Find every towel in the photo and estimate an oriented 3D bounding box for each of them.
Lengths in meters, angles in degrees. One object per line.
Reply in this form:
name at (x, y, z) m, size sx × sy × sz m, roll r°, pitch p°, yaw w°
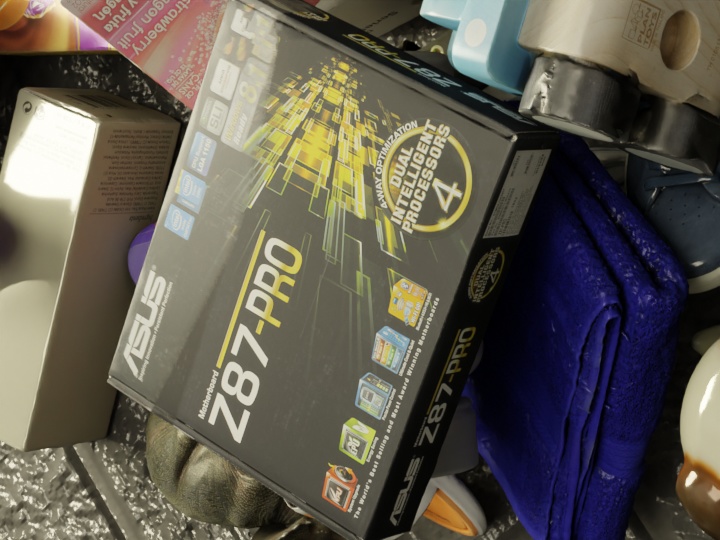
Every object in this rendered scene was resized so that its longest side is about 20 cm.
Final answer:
towel at (0.090, 0.034, 1.092) m, size 0.148 × 0.049 × 0.201 m, roll 54°, pitch 151°, yaw 36°

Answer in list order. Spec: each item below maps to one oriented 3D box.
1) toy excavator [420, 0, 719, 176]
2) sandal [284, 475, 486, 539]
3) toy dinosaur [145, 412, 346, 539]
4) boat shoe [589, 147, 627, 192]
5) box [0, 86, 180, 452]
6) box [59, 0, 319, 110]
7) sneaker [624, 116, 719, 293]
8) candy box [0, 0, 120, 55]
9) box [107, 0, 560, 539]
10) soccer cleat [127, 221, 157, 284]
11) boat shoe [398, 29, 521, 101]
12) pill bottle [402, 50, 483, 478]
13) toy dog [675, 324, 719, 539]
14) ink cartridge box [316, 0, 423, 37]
toy excavator at (0.049, -0.121, 0.979) m, size 0.199 × 0.194 × 0.101 m, roll 17°, pitch 90°, yaw 45°
sandal at (-0.030, 0.094, 1.182) m, size 0.206 × 0.079 × 0.059 m, roll 35°, pitch 74°, yaw -9°
toy dinosaur at (-0.080, 0.102, 1.263) m, size 0.199 × 0.077 × 0.103 m, roll 23°, pitch 95°, yaw 27°
boat shoe at (0.134, -0.028, 1.118) m, size 0.199 × 0.067 × 0.074 m, roll -8°, pitch 88°, yaw 34°
box at (-0.172, -0.001, 1.316) m, size 0.068 × 0.082 × 0.202 m, roll 22°, pitch 103°, yaw 30°
box at (-0.044, -0.186, 1.059) m, size 0.200 × 0.094 × 0.103 m, roll -44°, pitch 27°, yaw 17°
sneaker at (0.149, -0.091, 1.051) m, size 0.074 × 0.085 × 0.202 m, roll -7°, pitch 62°, yaw 25°
candy box at (-0.136, -0.183, 1.298) m, size 0.199 × 0.056 × 0.118 m, roll 2°, pitch 93°, yaw 32°
box at (-0.016, -0.004, 1.014) m, size 0.161 × 0.049 × 0.201 m, roll 31°, pitch 110°, yaw 29°
soccer cleat at (-0.058, 0.019, 1.243) m, size 0.199 × 0.076 × 0.067 m, roll 26°, pitch 104°, yaw 29°
boat shoe at (0.038, -0.094, 1.178) m, size 0.201 × 0.072 × 0.061 m, roll -26°, pitch 79°, yaw 25°
pill bottle at (0.000, 0.000, 1.099) m, size 0.113 × 0.114 × 0.202 m, roll -6°, pitch 91°, yaw 33°
toy dog at (0.216, 0.057, 0.989) m, size 0.193 × 0.199 × 0.140 m, roll 35°, pitch 110°, yaw 27°
ink cartridge box at (0.002, -0.239, 1.185) m, size 0.145 × 0.087 × 0.202 m, roll -26°, pitch 80°, yaw 32°
